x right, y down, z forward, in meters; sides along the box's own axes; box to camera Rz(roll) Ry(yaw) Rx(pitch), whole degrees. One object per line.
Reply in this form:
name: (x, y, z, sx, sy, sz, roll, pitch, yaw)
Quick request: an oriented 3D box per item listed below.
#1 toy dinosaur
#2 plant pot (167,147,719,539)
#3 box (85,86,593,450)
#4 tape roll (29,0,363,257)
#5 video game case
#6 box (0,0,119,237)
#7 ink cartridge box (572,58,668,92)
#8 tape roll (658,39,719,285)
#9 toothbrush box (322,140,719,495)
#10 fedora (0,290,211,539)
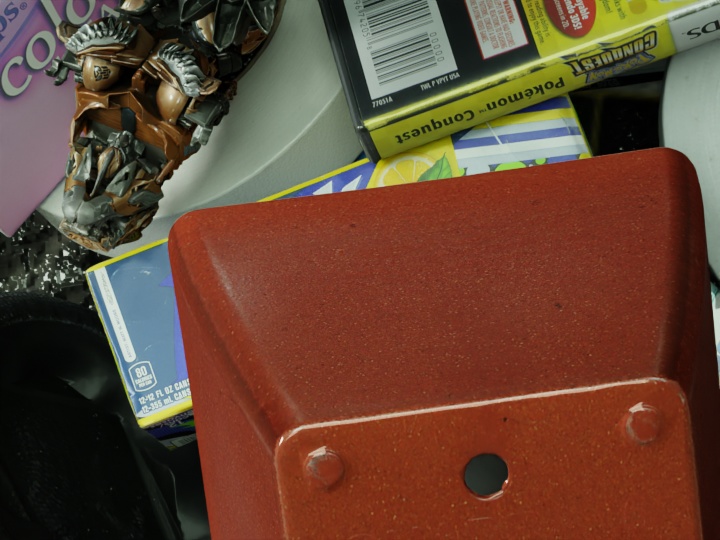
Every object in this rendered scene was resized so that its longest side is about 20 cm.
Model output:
toy dinosaur: (-0.071, -0.110, 1.103, 0.102, 0.136, 0.201, 3, 75, 7)
plant pot: (0.041, 0.084, 1.003, 0.199, 0.176, 0.201, -8, 106, 0)
box: (0.000, 0.000, 1.114, 0.199, 0.064, 0.070, -21, 76, 2)
tape roll: (-0.068, -0.099, 1.205, 0.202, 0.037, 0.203, -14, 55, 22)
video game case: (0.065, -0.149, 1.132, 0.180, 0.026, 0.200, -20, 50, 5)
box: (-0.165, -0.146, 1.203, 0.176, 0.097, 0.200, -49, 49, -3)
ink cartridge box: (0.147, -0.182, 1.205, 0.197, 0.043, 0.201, -6, 83, 6)
tape roll: (0.218, -0.060, 1.135, 0.200, 0.066, 0.201, 0, 92, 5)
toothbrush box: (0.062, 0.032, 1.175, 0.200, 0.085, 0.146, 43, 87, 15)
fedora: (-0.127, 0.109, 1.171, 0.092, 0.200, 0.201, -46, 73, 32)
